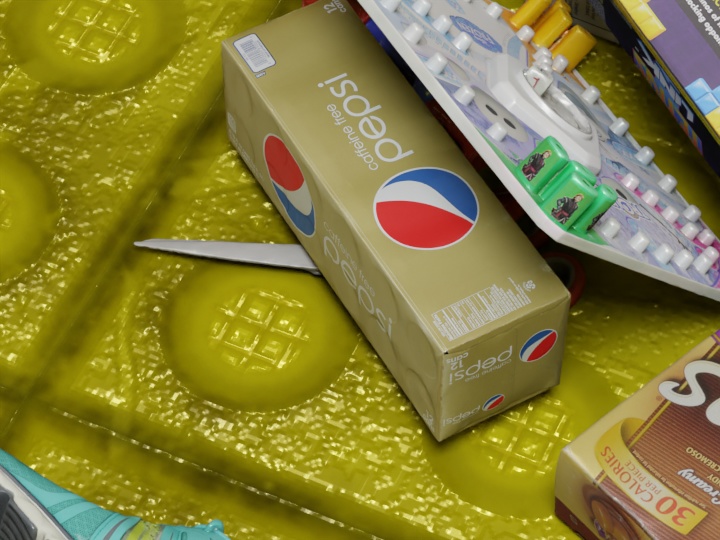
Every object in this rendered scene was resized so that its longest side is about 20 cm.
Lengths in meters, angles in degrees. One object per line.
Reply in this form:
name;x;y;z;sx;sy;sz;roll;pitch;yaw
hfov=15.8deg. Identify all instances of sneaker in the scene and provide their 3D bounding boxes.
sneaker;-0.088;0.131;1.048;0.200;0.078;0.080;32;40;16

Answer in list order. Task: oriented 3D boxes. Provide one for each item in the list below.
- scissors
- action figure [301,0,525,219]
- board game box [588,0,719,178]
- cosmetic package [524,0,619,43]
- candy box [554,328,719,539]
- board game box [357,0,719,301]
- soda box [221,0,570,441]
scissors;0.000;0.000;1.166;0.199;0.014;0.073;-6;55;-6
action figure;0.019;-0.100;1.202;0.052;0.066;0.200;-29;49;-15
board game box;0.199;-0.123;1.116;0.165;0.057;0.200;-32;69;-3
cosmetic package;0.184;-0.149;1.221;0.199;0.104;0.087;24;58;16
candy box;0.192;0.071;1.087;0.200;0.057;0.117;-36;61;-22
board game box;0.085;-0.072;1.123;0.026;0.200;0.200;-47;58;17
soda box;0.012;-0.026;1.136;0.064;0.068;0.200;-23;56;-17
